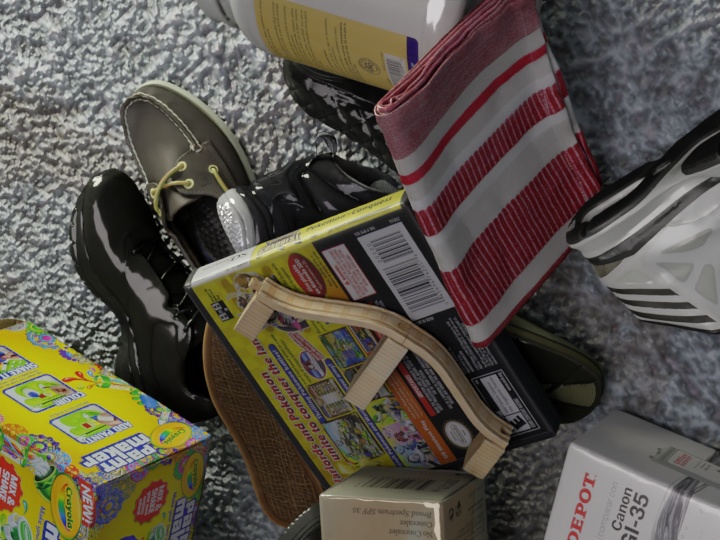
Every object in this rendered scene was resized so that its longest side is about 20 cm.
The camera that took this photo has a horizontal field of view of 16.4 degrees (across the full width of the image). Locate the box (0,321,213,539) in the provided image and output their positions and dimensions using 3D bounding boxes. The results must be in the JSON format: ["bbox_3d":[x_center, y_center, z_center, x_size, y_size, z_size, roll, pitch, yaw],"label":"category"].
[{"bbox_3d":[-0.227,0.175,1.779,0.193,0.122,0.200,28,120,30],"label":"box"}]

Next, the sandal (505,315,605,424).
[{"bbox_3d":[0.073,0.036,1.680,0.201,0.057,0.080,31,127,-11],"label":"sandal"}]

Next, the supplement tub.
[{"bbox_3d":[0.005,-0.196,1.618,0.200,0.145,0.145,19,112,25],"label":"supplement tub"}]

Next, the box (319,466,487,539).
[{"bbox_3d":[0.034,0.238,1.668,0.095,0.078,0.200,0,100,24],"label":"box"}]

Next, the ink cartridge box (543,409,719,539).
[{"bbox_3d":[0.221,0.201,1.638,0.200,0.083,0.147,23,114,23],"label":"ink cartridge box"}]

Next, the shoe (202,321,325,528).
[{"bbox_3d":[-0.065,0.089,1.757,0.070,0.053,0.200,-6,121,11],"label":"shoe"}]

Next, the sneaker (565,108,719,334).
[{"bbox_3d":[0.242,-0.034,1.584,0.200,0.076,0.115,-32,108,24],"label":"sneaker"}]

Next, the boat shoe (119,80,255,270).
[{"bbox_3d":[-0.110,-0.048,1.774,0.072,0.061,0.201,-41,82,32],"label":"boat shoe"}]

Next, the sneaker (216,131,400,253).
[{"bbox_3d":[0.000,0.000,1.713,0.114,0.075,0.200,-37,108,6],"label":"sneaker"}]

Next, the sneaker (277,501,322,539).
[{"bbox_3d":[-0.040,0.265,1.728,0.104,0.060,0.200,39,104,23],"label":"sneaker"}]

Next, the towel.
[{"bbox_3d":[0.087,-0.066,1.566,0.023,0.144,0.200,18,143,42],"label":"towel"}]

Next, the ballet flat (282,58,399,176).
[{"bbox_3d":[0.031,-0.095,1.695,0.200,0.066,0.057,39,160,16],"label":"ballet flat"}]

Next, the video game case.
[{"bbox_3d":[0.008,0.054,1.659,0.181,0.026,0.200,-20,116,29],"label":"video game case"}]

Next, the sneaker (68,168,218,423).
[{"bbox_3d":[-0.143,0.019,1.800,0.091,0.076,0.200,-6,109,42],"label":"sneaker"}]

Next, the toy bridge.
[{"bbox_3d":[0.013,0.059,1.628,0.200,0.027,0.067,32,126,-5],"label":"toy bridge"}]

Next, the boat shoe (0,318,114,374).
[{"bbox_3d":[-0.214,0.111,1.875,0.201,0.073,0.063,30,126,22],"label":"boat shoe"}]
